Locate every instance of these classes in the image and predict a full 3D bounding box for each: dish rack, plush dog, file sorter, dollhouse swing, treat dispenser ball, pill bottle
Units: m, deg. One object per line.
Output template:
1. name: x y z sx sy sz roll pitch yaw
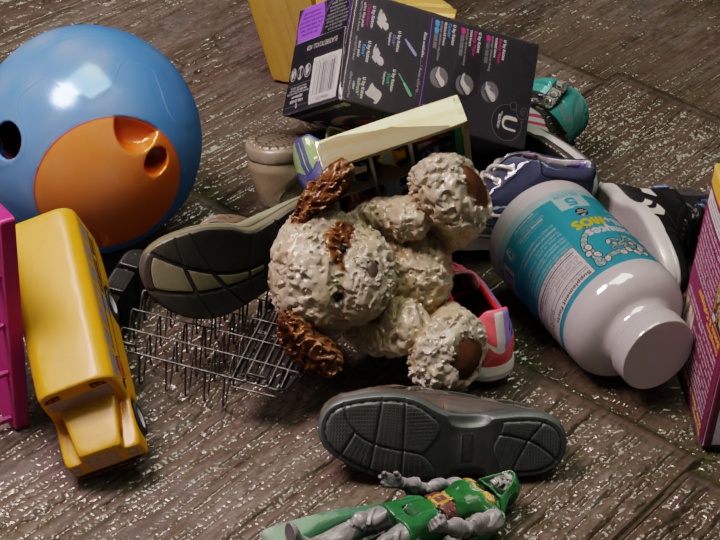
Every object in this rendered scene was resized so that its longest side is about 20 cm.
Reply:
1. dish rack: -0.132 0.053 1.602 0.199 0.055 0.154 14 37 8
2. plush dog: 0.000 0.000 1.567 0.171 0.201 0.160 7 -6 -38
3. file sorter: -0.347 0.027 1.478 0.125 0.201 0.139 -22 43 -30
4. dollhouse swing: -0.007 -0.304 2.046 0.175 0.182 0.200 -7 31 17
5. treat dispenser ball: -0.239 -0.115 1.694 0.200 0.201 0.201 4 35 -3
6. pill bottle: 0.202 0.016 1.653 0.110 0.111 0.200 -12 39 -24

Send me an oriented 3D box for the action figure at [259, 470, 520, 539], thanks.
1. action figure: 0.040 0.188 1.436 0.199 0.055 0.118 -15 37 -34

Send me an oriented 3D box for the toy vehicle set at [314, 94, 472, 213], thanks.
1. toy vehicle set: 0.034 -0.079 1.640 0.124 0.200 0.027 -19 70 -1

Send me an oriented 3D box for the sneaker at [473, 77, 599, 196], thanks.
1. sneaker: 0.188 -0.128 1.879 0.121 0.084 0.200 -27 37 -29

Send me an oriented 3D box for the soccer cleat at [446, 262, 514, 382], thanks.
1. soccer cleat: 0.074 0.015 1.666 0.068 0.073 0.200 -13 38 -23

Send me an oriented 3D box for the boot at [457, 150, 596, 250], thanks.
1. boot: 0.115 -0.068 1.768 0.199 0.091 0.073 4 20 -7

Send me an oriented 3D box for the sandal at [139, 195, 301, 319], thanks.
1. sandal: -0.105 -0.014 1.603 0.057 0.080 0.201 18 26 42

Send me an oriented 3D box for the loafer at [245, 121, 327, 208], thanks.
1. loafer: -0.042 -0.102 1.828 0.076 0.069 0.200 22 21 34

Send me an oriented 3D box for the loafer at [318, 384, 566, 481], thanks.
1. loafer: 0.061 0.126 1.524 0.199 0.072 0.063 7 16 -11

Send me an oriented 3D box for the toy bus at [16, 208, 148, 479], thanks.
1. toy bus: -0.222 0.057 1.500 0.065 0.078 0.201 -19 59 3

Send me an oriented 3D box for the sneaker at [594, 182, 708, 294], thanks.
1. sneaker: 0.291 -0.034 1.751 0.111 0.073 0.200 -2 24 -12

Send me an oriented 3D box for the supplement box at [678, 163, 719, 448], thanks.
1. supplement box: 0.330 0.031 1.571 0.103 0.201 0.131 3 35 -6

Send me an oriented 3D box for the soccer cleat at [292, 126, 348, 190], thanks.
1. soccer cleat: 0.006 -0.101 1.775 0.200 0.065 0.084 -12 70 -59

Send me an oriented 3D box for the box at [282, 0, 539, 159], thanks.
1. box: 0.047 -0.175 1.776 0.199 0.107 0.122 13 -9 -27
